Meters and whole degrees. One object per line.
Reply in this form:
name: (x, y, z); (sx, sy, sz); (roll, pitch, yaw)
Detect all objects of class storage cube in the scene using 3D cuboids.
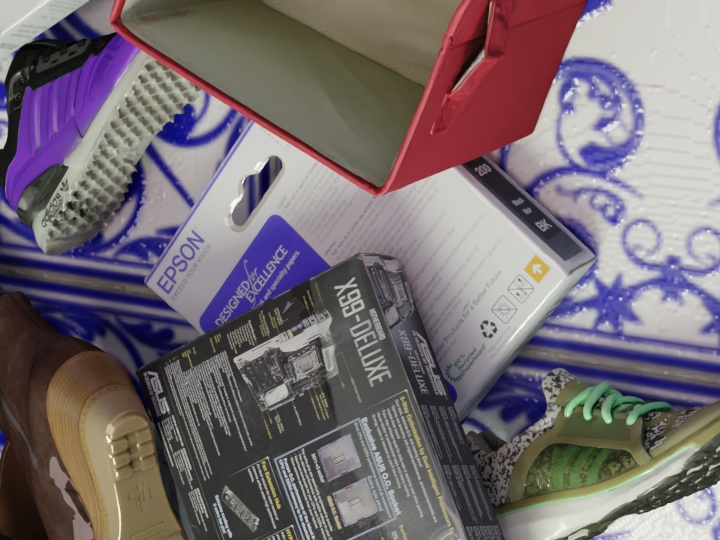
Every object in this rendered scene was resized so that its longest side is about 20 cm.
storage cube: (0.014, -0.167, 1.135); (0.200, 0.180, 0.171); (33, 117, 19)

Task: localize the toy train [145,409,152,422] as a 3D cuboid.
toy train: (-0.145, 0.176, 1.389); (0.056, 0.042, 0.200); (-8, 107, -12)

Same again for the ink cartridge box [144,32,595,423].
ink cartridge box: (0.000, 0.000, 1.266); (0.200, 0.043, 0.198); (44, 120, 12)

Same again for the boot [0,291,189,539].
boot: (-0.164, 0.126, 1.310); (0.166, 0.072, 0.200); (34, 131, 51)

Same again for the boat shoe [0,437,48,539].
boat shoe: (-0.201, 0.192, 1.418); (0.072, 0.068, 0.200); (-1, 101, 32)

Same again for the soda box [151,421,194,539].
soda box: (-0.076, 0.184, 1.329); (0.063, 0.068, 0.200); (-161, 61, -70)

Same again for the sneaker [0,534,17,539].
sneaker: (-0.248, 0.170, 1.369); (0.200, 0.108, 0.070); (29, 90, 43)

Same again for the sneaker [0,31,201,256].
sneaker: (-0.161, -0.110, 1.321); (0.100, 0.070, 0.200); (49, 119, 19)

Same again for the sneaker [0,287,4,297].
sneaker: (-0.286, 0.021, 1.401); (0.108, 0.070, 0.200); (-34, 86, 8)

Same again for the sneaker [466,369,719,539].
sneaker: (0.127, 0.088, 1.194); (0.200, 0.077, 0.089); (-28, 75, 30)

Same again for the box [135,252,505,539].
box: (-0.020, 0.112, 1.213); (0.158, 0.050, 0.200); (-28, 73, 23)

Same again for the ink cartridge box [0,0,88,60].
ink cartridge box: (-0.256, -0.192, 1.334); (0.200, 0.057, 0.163); (-31, 78, 14)
